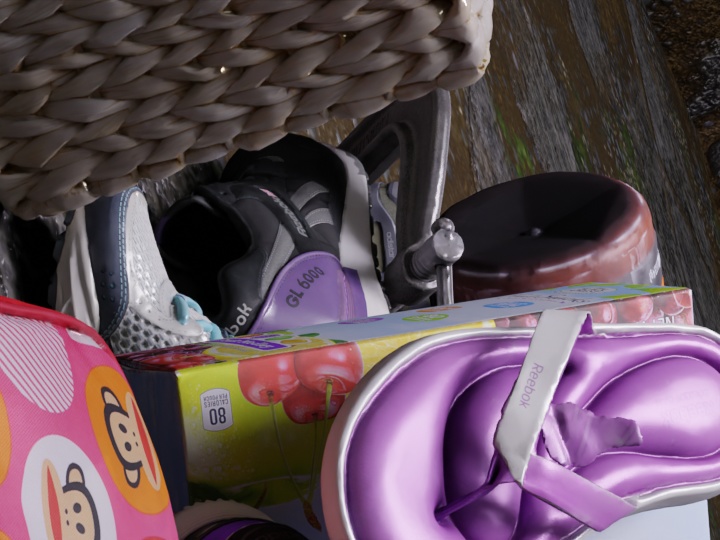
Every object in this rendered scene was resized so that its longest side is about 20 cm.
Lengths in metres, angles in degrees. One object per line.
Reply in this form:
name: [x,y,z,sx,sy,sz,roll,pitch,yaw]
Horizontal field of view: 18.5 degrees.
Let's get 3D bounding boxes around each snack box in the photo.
snack box: [0.023,0.099,0.749,0.068,0.199,0.169,5,-80,62]

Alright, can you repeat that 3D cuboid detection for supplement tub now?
supplement tub: [0.096,0.063,1.019,0.107,0.107,0.201,-79,159,-62]

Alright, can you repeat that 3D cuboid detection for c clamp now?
c clamp: [0.000,0.000,0.974,0.200,0.027,0.172,145,-47,-64]

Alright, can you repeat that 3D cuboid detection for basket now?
basket: [-0.059,-0.149,0.780,0.200,0.198,0.161,-86,156,-57]

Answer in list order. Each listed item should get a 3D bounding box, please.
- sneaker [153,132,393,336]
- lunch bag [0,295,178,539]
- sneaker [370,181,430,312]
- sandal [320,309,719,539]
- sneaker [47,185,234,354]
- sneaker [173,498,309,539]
sneaker: [-0.045,-0.019,0.934,0.087,0.076,0.200,32,17,-25]
lunch bag: [-0.108,0.102,0.542,0.176,0.082,0.201,23,52,-66]
sneaker: [0.034,0.040,1.143,0.074,0.081,0.200,-82,151,-59]
sandal: [0.066,0.046,0.678,0.202,0.050,0.083,-16,79,-47]
sneaker: [-0.047,0.058,0.799,0.078,0.086,0.201,-43,115,-76]
sneaker: [-0.026,0.170,0.630,0.099,0.069,0.201,1,-86,62]
